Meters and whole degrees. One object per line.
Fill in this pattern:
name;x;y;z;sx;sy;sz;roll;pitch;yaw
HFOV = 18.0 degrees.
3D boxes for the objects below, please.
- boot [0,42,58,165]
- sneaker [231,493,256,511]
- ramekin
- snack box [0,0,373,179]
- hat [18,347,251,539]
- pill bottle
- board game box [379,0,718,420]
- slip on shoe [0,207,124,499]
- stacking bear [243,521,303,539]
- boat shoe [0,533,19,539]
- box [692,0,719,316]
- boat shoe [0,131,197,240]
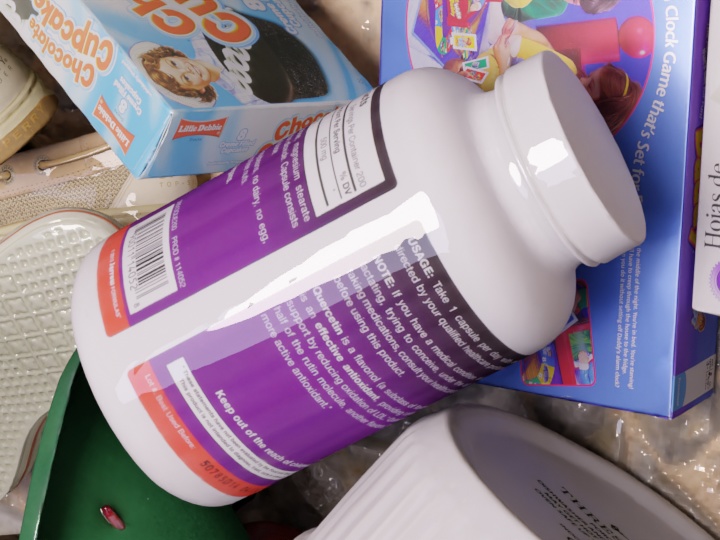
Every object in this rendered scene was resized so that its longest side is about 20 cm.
boot;-0.225;-0.121;0.965;0.200;0.073;0.156;20;150;55
sneaker;-0.076;0.057;0.976;0.088;0.074;0.201;42;120;19
ramekin;0.072;0.133;0.841;0.202;0.202;0.095;37;105;19
snack box;-0.092;-0.116;0.902;0.200;0.116;0.037;50;125;27
hat;-0.038;0.135;0.887;0.175;0.166;0.201;11;107;4
pill bottle;0.000;0.000;0.834;0.199;0.112;0.113;-27;86;18
board game box;0.074;-0.053;0.883;0.134;0.045;0.202;9;105;29
slip on shoe;-0.144;0.030;0.988;0.074;0.061;0.200;30;139;-4
stacking bear;0.000;0.185;0.943;0.200;0.121;0.114;40;125;27
boat shoe;-0.215;0.165;1.080;0.199;0.074;0.067;-7;91;31
box;0.152;-0.083;0.835;0.038;0.041;0.202;9;105;29
boat shoe;-0.161;-0.036;1.015;0.199;0.071;0.065;-4;94;21
